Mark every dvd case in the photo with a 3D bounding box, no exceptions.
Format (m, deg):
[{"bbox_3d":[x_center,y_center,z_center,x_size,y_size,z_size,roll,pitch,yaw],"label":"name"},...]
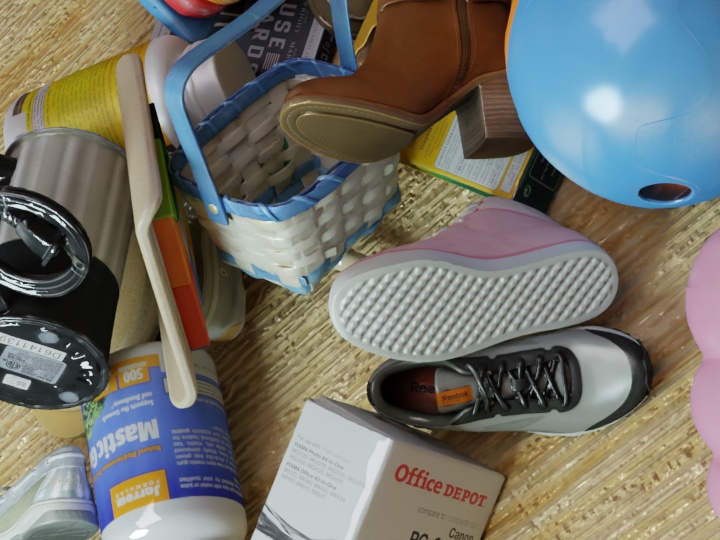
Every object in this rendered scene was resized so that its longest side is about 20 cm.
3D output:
[{"bbox_3d":[-0.099,-0.209,1.383,0.199,0.025,0.151,14,84,40],"label":"dvd case"}]

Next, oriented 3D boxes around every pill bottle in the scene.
[{"bbox_3d":[-0.185,-0.124,1.330,0.199,0.109,0.110,-19,64,21],"label":"pill bottle"},{"bbox_3d":[-0.148,0.166,1.238,0.112,0.112,0.201,-29,59,26],"label":"pill bottle"}]

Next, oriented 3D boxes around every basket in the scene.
[{"bbox_3d":[-0.057,-0.098,1.143,0.139,0.201,0.176,23,50,32],"label":"basket"}]

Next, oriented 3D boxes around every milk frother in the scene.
[{"bbox_3d":[-0.228,-0.034,1.199,0.199,0.180,0.189,-31,40,36],"label":"milk frother"}]

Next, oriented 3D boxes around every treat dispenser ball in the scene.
[{"bbox_3d":[0.191,-0.141,1.027,0.200,0.200,0.202,-13,68,33],"label":"treat dispenser ball"}]

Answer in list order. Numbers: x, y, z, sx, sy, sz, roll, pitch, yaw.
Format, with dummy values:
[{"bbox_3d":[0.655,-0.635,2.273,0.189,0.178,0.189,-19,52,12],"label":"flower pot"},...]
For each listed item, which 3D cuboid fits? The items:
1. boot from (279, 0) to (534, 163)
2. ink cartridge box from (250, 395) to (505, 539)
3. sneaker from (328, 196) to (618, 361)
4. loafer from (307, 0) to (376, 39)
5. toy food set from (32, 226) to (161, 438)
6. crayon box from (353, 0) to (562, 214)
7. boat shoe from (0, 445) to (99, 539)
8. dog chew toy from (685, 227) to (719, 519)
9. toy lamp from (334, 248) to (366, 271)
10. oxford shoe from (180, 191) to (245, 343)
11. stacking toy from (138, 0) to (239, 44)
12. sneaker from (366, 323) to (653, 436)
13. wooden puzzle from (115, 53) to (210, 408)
[{"bbox_3d":[0.028,-0.158,1.101,0.077,0.199,0.156,139,125,-62],"label":"boot"},{"bbox_3d":[-0.003,0.202,1.094,0.083,0.145,0.201,21,88,40],"label":"ink cartridge box"},{"bbox_3d":[0.064,0.002,1.092,0.105,0.199,0.076,-128,35,-60],"label":"sneaker"},{"bbox_3d":[0.002,-0.283,1.288,0.067,0.075,0.202,133,145,-73],"label":"loafer"},{"bbox_3d":[-0.229,0.028,1.386,0.198,0.049,0.201,-40,55,20],"label":"toy food set"},{"bbox_3d":[0.075,-0.131,1.208,0.199,0.051,0.126,25,91,39],"label":"crayon box"},{"bbox_3d":[-0.260,0.192,1.304,0.202,0.074,0.065,144,127,-60],"label":"boat shoe"},{"bbox_3d":[0.253,0.068,0.969,0.124,0.124,0.202,2,84,37],"label":"dog chew toy"},{"bbox_3d":[0.000,0.000,1.218,0.200,0.058,0.058,32,95,40],"label":"toy lamp"},{"bbox_3d":[-0.122,-0.020,1.321,0.075,0.058,0.201,-31,43,32],"label":"oxford shoe"},{"bbox_3d":[-0.089,-0.268,1.283,0.199,0.116,0.110,-10,48,41],"label":"stacking toy"},{"bbox_3d":[0.097,0.080,1.085,0.199,0.079,0.075,-6,91,21],"label":"sneaker"},{"bbox_3d":[-0.143,-0.030,1.183,0.037,0.201,0.186,-10,43,-6],"label":"wooden puzzle"}]
